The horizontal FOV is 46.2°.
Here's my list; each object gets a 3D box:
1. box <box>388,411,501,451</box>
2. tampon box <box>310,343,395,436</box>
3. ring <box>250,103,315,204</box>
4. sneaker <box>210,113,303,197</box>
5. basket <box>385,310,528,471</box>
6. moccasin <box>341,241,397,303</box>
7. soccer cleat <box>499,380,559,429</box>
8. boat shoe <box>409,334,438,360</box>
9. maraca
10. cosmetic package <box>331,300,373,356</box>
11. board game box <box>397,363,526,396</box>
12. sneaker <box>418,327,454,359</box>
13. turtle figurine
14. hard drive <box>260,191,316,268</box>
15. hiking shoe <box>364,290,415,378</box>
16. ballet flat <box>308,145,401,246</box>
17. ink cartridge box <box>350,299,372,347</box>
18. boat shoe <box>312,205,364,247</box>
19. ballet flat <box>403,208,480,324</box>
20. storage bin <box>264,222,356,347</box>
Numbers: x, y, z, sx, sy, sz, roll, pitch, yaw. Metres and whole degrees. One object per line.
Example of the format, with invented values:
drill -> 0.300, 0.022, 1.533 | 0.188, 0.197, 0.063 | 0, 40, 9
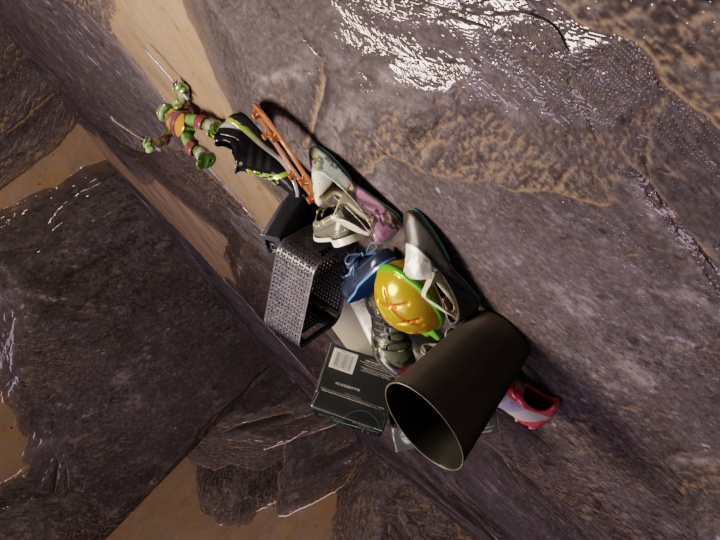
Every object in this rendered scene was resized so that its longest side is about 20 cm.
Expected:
box -> 0.155, 0.290, 1.601 | 0.160, 0.197, 0.044 | -11, -89, -89
tampon box -> -0.009, 0.240, 1.660 | 0.148, 0.128, 0.200 | 18, 166, 3
ring -> -0.126, -0.187, 1.398 | 0.201, 0.019, 0.200 | 56, 177, 5
sneaker -> -0.191, -0.193, 1.529 | 0.200, 0.083, 0.072 | 45, 166, 2
basket -> 0.153, 0.166, 1.272 | 0.135, 0.200, 0.181 | 13, 139, 45
moccasin -> 0.000, 0.000, 1.489 | 0.069, 0.080, 0.200 | 65, 150, 12
soccer cleat -> 0.225, 0.193, 1.367 | 0.198, 0.067, 0.077 | 25, 137, -3
boat shoe -> 0.154, 0.167, 1.604 | 0.200, 0.071, 0.070 | 47, 138, 17
maraca -> 0.084, 0.053, 1.381 | 0.137, 0.107, 0.201 | 38, 164, 24
cosmetic package -> -0.031, 0.087, 1.774 | 0.201, 0.073, 0.104 | 55, -172, -10
board game box -> 0.174, 0.191, 1.453 | 0.199, 0.032, 0.120 | -22, 114, 36
sneaker -> 0.137, 0.175, 1.541 | 0.090, 0.067, 0.200 | 57, 135, 12
turtle figurine -> -0.371, -0.290, 1.655 | 0.193, 0.144, 0.200 | 33, 165, 28
hard drive -> -0.125, -0.059, 1.626 | 0.042, 0.136, 0.201 | 21, 156, 20
hiking shoe -> 0.054, 0.100, 1.543 | 0.101, 0.075, 0.202 | 111, 142, -69
ballet flat -> -0.025, -0.113, 1.308 | 0.200, 0.071, 0.069 | 42, 166, 14
ink cartridge box -> 0.046, 0.112, 1.708 | 0.162, 0.050, 0.200 | 62, -169, 20
boat shoe -> -0.045, -0.083, 1.457 | 0.202, 0.071, 0.061 | -157, 47, -73
ballet flat -> 0.110, 0.003, 1.251 | 0.201, 0.068, 0.068 | 52, 165, -23
storage bin -> -0.096, 0.026, 1.594 | 0.093, 0.135, 0.202 | 31, 127, 22
